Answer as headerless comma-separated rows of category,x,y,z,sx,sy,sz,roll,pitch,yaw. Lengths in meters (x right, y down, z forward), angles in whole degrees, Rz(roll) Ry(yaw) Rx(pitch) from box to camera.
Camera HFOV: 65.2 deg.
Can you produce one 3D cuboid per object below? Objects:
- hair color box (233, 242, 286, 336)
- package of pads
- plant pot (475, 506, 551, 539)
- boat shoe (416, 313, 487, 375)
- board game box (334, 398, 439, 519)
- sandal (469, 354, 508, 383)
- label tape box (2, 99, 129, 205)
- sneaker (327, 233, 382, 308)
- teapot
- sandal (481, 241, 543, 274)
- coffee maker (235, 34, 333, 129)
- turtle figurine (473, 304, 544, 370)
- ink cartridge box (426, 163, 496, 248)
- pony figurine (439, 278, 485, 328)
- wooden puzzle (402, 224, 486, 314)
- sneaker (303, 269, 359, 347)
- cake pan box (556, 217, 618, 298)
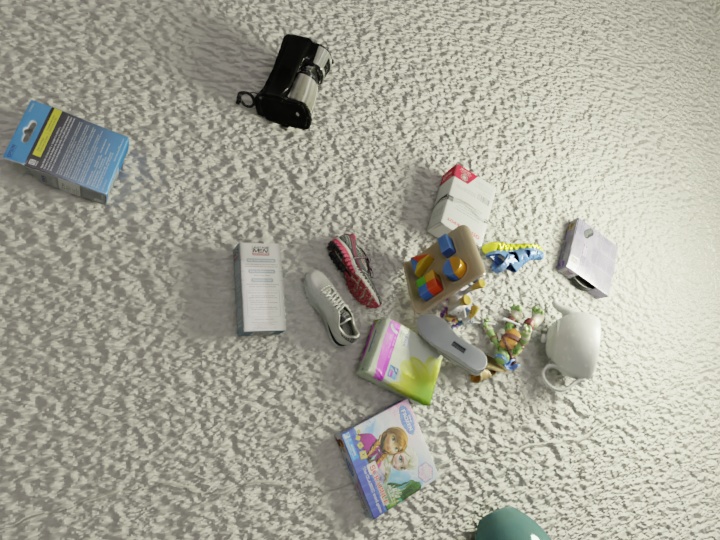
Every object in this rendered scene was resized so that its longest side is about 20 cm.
hair color box,-0.229,0.042,1.275,0.098,0.061,0.203,1,75,-26
package of pads,0.102,0.220,1.380,0.198,0.068,0.156,31,64,-19
plant pot,0.348,0.642,1.326,0.197,0.201,0.136,-1,47,-26
boat shoe,0.215,0.187,1.372,0.073,0.066,0.200,-39,67,-23
board game box,0.064,0.433,1.314,0.198,0.041,0.202,-21,85,-30
sandal,0.300,0.259,1.475,0.210,0.078,0.070,20,105,-39
label tape box,-0.605,-0.243,1.173,0.197,0.066,0.145,19,67,-17
sneaker,0.000,0.000,1.389,0.074,0.080,0.202,-28,88,-32
teapot,0.580,0.209,1.578,0.144,0.200,0.200,9,22,14
sandal,0.441,-0.034,1.624,0.197,0.079,0.089,-1,79,-18
coffee maker,-0.183,-0.482,1.410,0.190,0.134,0.203,23,65,-17
turtle figurine,0.399,0.141,1.505,0.201,0.144,0.193,50,51,3
ink cartridge box,0.283,-0.169,1.576,0.144,0.083,0.202,28,65,-17
pony figurine,0.239,0.070,1.444,0.164,0.201,0.195,18,52,-13
wooden puzzle,0.196,-0.011,1.394,0.046,0.199,0.187,42,26,-36
sneaker,-0.064,0.082,1.334,0.076,0.080,0.202,-30,88,-28
cake pan box,0.716,-0.035,1.770,0.183,0.052,0.202,29,64,-14
